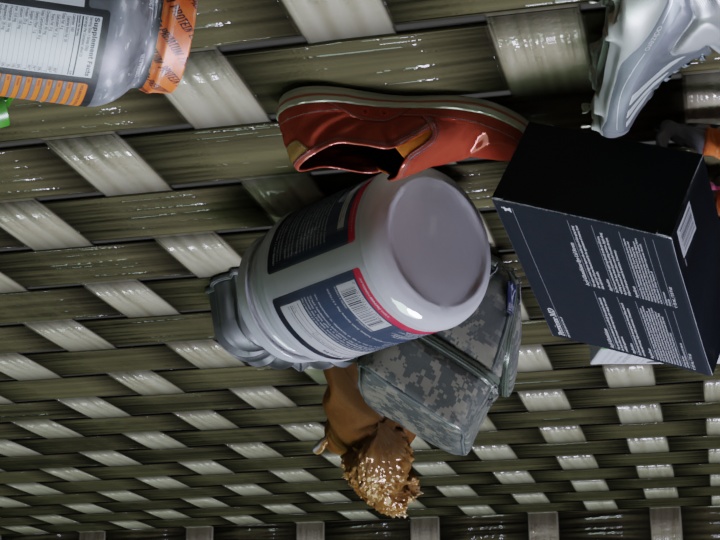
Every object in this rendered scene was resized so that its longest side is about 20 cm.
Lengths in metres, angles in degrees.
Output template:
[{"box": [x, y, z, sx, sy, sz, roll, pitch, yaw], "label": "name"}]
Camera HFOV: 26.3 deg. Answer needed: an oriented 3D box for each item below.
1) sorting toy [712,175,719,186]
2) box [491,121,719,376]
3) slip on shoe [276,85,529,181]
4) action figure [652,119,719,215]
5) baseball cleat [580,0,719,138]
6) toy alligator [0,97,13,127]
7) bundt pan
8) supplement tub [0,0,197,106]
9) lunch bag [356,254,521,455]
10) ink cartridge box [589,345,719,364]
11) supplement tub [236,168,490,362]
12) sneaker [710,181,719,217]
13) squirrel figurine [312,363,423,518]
[{"box": [0.397, -0.019, 1.387, 0.199, 0.070, 0.199, 0, 163, -2], "label": "sorting toy"}, {"box": [0.198, -0.014, 1.165, 0.141, 0.079, 0.200, 12, 153, 28], "label": "box"}, {"box": [0.036, -0.095, 1.148, 0.199, 0.062, 0.074, 3, 161, -16], "label": "slip on shoe"}, {"box": [0.312, -0.107, 1.123, 0.193, 0.105, 0.200, -11, 134, 11], "label": "action figure"}, {"box": [0.198, -0.139, 0.995, 0.106, 0.070, 0.200, -1, 163, 4], "label": "baseball cleat"}, {"box": [-0.308, -0.124, 1.053, 0.199, 0.055, 0.059, 3, 162, -12], "label": "toy alligator"}, {"box": [-0.062, 0.055, 1.603, 0.201, 0.076, 0.202, 0, 163, 0], "label": "bundt pan"}, {"box": [-0.195, -0.156, 0.839, 0.199, 0.123, 0.123, 5, 162, -19], "label": "supplement tub"}, {"box": [0.093, 0.078, 1.547, 0.139, 0.168, 0.200, 29, 168, 12], "label": "lunch bag"}, {"box": [0.339, 0.040, 1.548, 0.199, 0.085, 0.146, 0, 163, -1], "label": "ink cartridge box"}, {"box": [0.000, 0.000, 1.316, 0.140, 0.141, 0.200, 13, 158, -38], "label": "supplement tub"}, {"box": [0.243, -0.038, 1.309, 0.199, 0.079, 0.095, 15, 170, 2], "label": "sneaker"}, {"box": [0.004, 0.203, 1.870, 0.141, 0.201, 0.187, 1, 155, -20], "label": "squirrel figurine"}]
